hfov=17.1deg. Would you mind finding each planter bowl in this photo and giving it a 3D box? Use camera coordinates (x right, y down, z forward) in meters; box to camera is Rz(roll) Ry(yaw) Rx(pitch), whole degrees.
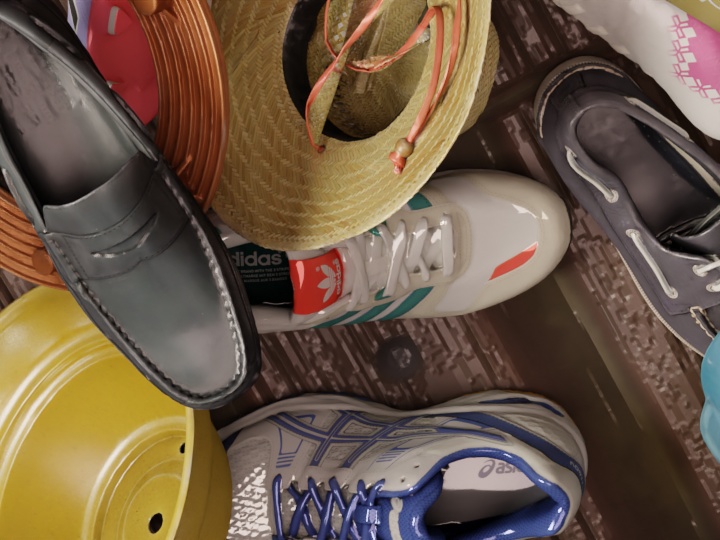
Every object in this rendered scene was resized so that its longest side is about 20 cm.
[{"bbox_3d":[-0.119,0.109,1.106,0.083,0.200,0.201,25,107,-43],"label":"planter bowl"}]

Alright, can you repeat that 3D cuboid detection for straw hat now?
[{"bbox_3d":[0.012,-0.095,1.061,0.085,0.201,0.202,8,109,-43],"label":"straw hat"}]

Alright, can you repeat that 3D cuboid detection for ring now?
[{"bbox_3d":[-0.144,-0.085,1.059,0.200,0.019,0.201,13,115,29],"label":"ring"}]

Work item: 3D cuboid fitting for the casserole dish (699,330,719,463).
[{"bbox_3d":[0.249,0.034,1.104,0.200,0.039,0.121,-35,123,2],"label":"casserole dish"}]

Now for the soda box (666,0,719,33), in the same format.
[{"bbox_3d":[0.160,-0.144,1.012,0.199,0.064,0.068,29,76,-14],"label":"soda box"}]

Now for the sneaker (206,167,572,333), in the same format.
[{"bbox_3d":[-0.001,0.000,1.093,0.199,0.093,0.071,-4,105,2],"label":"sneaker"}]

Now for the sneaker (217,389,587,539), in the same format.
[{"bbox_3d":[0.007,0.100,1.124,0.199,0.088,0.076,-11,106,4],"label":"sneaker"}]

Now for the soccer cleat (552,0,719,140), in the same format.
[{"bbox_3d":[0.106,-0.137,1.069,0.086,0.070,0.201,-28,96,-1],"label":"soccer cleat"}]

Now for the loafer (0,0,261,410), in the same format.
[{"bbox_3d":[-0.108,-0.027,0.992,0.068,0.070,0.201,-31,96,3],"label":"loafer"}]

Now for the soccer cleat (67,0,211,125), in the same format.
[{"bbox_3d":[-0.111,-0.163,1.070,0.067,0.076,0.201,-15,117,-42],"label":"soccer cleat"}]

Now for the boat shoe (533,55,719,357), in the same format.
[{"bbox_3d":[0.154,-0.012,1.105,0.073,0.063,0.200,-41,102,7],"label":"boat shoe"}]
